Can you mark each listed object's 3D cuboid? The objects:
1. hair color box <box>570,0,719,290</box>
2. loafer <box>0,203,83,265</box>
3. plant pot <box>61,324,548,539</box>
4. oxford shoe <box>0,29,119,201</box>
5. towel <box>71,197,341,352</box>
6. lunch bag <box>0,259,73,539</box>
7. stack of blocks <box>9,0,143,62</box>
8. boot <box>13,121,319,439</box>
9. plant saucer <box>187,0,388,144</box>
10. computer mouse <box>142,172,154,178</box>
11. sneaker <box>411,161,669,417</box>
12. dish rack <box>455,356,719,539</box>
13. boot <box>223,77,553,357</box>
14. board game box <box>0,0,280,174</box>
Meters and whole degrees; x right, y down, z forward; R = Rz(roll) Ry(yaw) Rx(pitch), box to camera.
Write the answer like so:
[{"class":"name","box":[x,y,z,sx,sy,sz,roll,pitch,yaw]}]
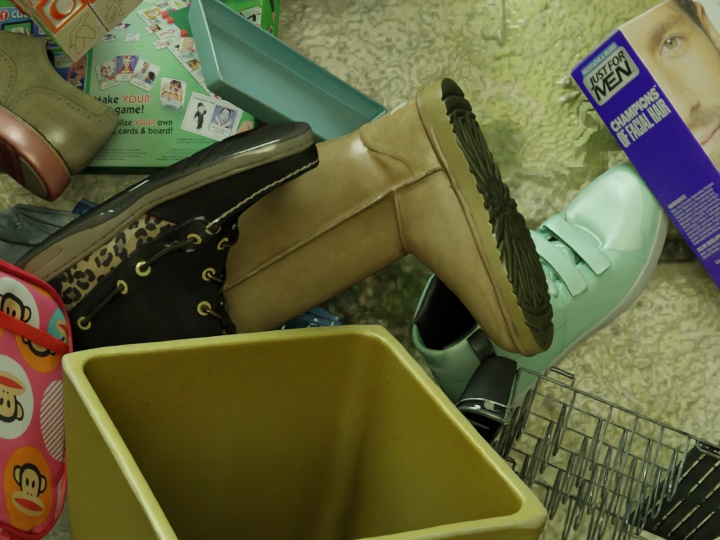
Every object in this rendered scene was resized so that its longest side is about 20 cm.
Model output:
[{"class":"hair color box","box":[0.237,-0.079,1.030,0.109,0.065,0.201,-31,83,-34]},{"class":"loafer","box":[-0.246,-0.007,1.013,0.198,0.073,0.073,8,82,25]},{"class":"plant pot","box":[-0.046,0.168,0.854,0.194,0.194,0.202,-5,120,-27]},{"class":"oxford shoe","box":[-0.233,-0.124,1.026,0.200,0.071,0.075,41,70,21]},{"class":"towel","box":[-0.115,0.044,1.041,0.199,0.049,0.112,24,85,2]},{"class":"lunch bag","box":[-0.236,0.046,0.836,0.081,0.200,0.178,-13,64,29]},{"class":"stack of blocks","box":[-0.220,-0.216,0.996,0.059,0.115,0.200,-43,60,-6]},{"class":"boot","box":[-0.087,0.015,0.929,0.199,0.073,0.151,-26,100,13]},{"class":"plant saucer","box":[-0.035,-0.104,0.992,0.019,0.200,0.070,-31,58,23]},{"class":"computer mouse","box":[-0.100,-0.147,1.061,0.109,0.044,0.202,11,87,19]},{"class":"sneaker","box":[0.114,-0.003,1.007,0.074,0.118,0.201,37,85,35]},{"class":"dish rack","box":[0.140,0.128,0.988,0.198,0.154,0.055,22,60,0]},{"class":"boot","box":[0.000,0.000,0.958,0.199,0.066,0.177,-26,79,25]},{"class":"board game box","box":[-0.150,-0.130,1.037,0.198,0.029,0.136,2,83,19]}]
